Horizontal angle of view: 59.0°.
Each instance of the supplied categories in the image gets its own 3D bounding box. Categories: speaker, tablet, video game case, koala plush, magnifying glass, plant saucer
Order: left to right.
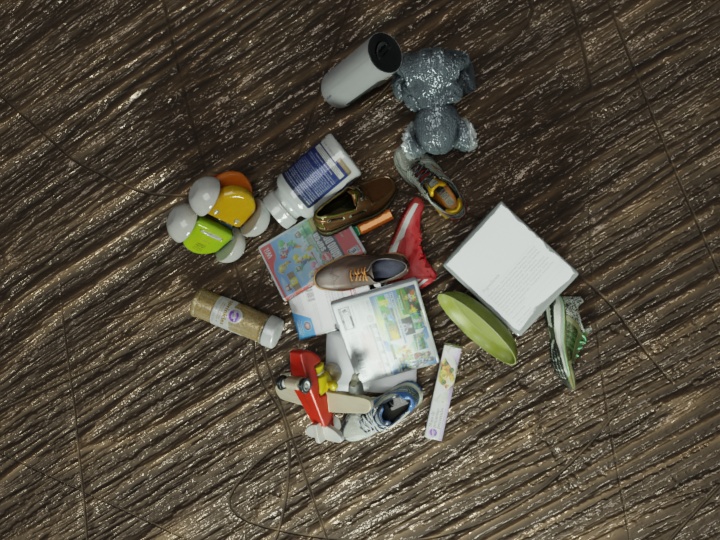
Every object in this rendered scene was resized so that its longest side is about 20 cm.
[{"bbox_3d":[-0.104,-0.043,1.349,0.199,0.017,0.144,-31,63,0],"label":"video game case"},{"bbox_3d":[-0.021,-0.078,1.374,0.199,0.022,0.080,-26,87,7],"label":"magnifying glass"},{"bbox_3d":[-0.002,-0.397,1.274,0.081,0.199,0.082,5,80,-30],"label":"speaker"},{"bbox_3d":[0.023,0.199,1.376,0.198,0.014,0.132,1,91,8],"label":"tablet"},{"bbox_3d":[0.053,0.127,1.314,0.181,0.022,0.202,-16,113,5],"label":"video game case"},{"bbox_3d":[0.147,-0.326,1.271,0.175,0.184,0.202,-3,95,8],"label":"koala plush"},{"bbox_3d":[0.236,0.106,1.258,0.200,0.200,0.031,44,80,5],"label":"plant saucer"}]

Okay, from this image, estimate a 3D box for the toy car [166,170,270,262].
[{"bbox_3d":[-0.304,-0.127,1.352,0.200,0.174,0.151,-43,43,25],"label":"toy car"}]

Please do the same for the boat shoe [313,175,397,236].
[{"bbox_3d":[-0.007,-0.141,1.322,0.199,0.068,0.072,-34,67,-11],"label":"boat shoe"}]

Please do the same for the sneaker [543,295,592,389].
[{"bbox_3d":[0.432,0.140,1.293,0.088,0.077,0.202,-8,92,-1],"label":"sneaker"}]

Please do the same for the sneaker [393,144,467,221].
[{"bbox_3d":[0.147,-0.189,1.318,0.200,0.082,0.078,44,97,6],"label":"sneaker"}]

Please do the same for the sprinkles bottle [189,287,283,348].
[{"bbox_3d":[-0.269,0.103,1.386,0.198,0.068,0.069,21,93,7],"label":"sprinkles bottle"}]

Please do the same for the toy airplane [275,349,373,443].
[{"bbox_3d":[-0.078,0.258,1.329,0.199,0.141,0.200,34,138,6],"label":"toy airplane"}]

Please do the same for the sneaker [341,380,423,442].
[{"bbox_3d":[0.037,0.300,1.333,0.199,0.085,0.077,-36,89,13],"label":"sneaker"}]

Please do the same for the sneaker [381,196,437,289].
[{"bbox_3d":[0.119,-0.045,1.338,0.115,0.078,0.202,22,106,-1],"label":"sneaker"}]

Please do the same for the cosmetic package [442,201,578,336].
[{"bbox_3d":[0.288,-0.004,1.259,0.200,0.167,0.167,43,96,4],"label":"cosmetic package"}]

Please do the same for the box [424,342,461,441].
[{"bbox_3d":[0.174,0.254,1.342,0.038,0.041,0.202,12,93,8],"label":"box"}]

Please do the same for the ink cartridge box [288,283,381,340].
[{"bbox_3d":[-0.046,0.064,1.355,0.198,0.068,0.117,-16,89,8],"label":"ink cartridge box"}]

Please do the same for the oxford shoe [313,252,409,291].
[{"bbox_3d":[0.000,0.000,1.274,0.198,0.073,0.072,-13,93,2],"label":"oxford shoe"}]

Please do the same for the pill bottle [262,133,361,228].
[{"bbox_3d":[-0.105,-0.183,1.338,0.200,0.111,0.111,-39,86,6],"label":"pill bottle"}]
